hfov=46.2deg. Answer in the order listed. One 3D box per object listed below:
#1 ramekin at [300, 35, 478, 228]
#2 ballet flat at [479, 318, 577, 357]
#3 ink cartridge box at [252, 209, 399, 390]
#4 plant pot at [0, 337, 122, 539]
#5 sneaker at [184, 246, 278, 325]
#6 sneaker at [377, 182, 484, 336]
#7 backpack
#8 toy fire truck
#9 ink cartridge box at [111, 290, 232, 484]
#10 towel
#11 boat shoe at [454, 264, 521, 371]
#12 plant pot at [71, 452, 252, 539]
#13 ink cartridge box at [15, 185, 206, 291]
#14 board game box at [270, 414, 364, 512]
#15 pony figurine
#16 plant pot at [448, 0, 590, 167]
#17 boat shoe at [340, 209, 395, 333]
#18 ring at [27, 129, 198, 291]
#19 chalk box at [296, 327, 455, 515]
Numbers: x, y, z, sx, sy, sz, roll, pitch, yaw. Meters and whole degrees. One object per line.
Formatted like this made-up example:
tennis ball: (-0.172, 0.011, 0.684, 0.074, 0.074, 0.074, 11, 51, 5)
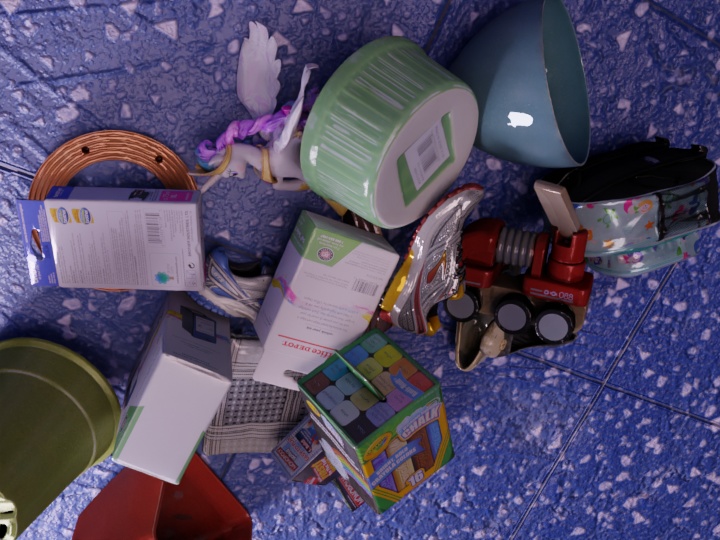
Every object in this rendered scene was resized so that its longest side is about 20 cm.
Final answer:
ramekin: (0.039, -0.144, 0.927, 0.200, 0.098, 0.200, -37, 148, -28)
ballet flat: (0.229, 0.082, 1.143, 0.200, 0.057, 0.067, -9, 123, -46)
ink cartridge box: (-0.050, 0.043, 1.008, 0.117, 0.067, 0.200, 18, 106, -26)
plant pot: (-0.400, 0.211, 0.960, 0.200, 0.190, 0.200, 4, 118, 7)
sneaker: (-0.114, 0.031, 1.065, 0.200, 0.077, 0.085, 23, 100, -23)
sneaker: (0.097, -0.012, 0.988, 0.082, 0.078, 0.200, 30, 115, 12)
backpack: (0.330, -0.079, 1.083, 0.200, 0.178, 0.151, -13, 112, -16)
toy fire truck: (0.191, -0.026, 1.004, 0.176, 0.129, 0.200, 13, 114, 18)
ink cartridge box: (-0.220, 0.129, 1.004, 0.087, 0.200, 0.146, 25, 105, -16)
towel: (-0.101, 0.174, 1.131, 0.200, 0.035, 0.193, 5, 116, -24)
boat shoe: (0.166, 0.039, 1.139, 0.073, 0.063, 0.201, 20, 114, 14)
plant pot: (-0.272, 0.369, 1.105, 0.176, 0.200, 0.200, -27, 117, 10)
ink cartridge box: (-0.280, -0.036, 0.964, 0.199, 0.042, 0.120, 0, 124, -5)
board game box: (-0.012, 0.234, 1.155, 0.200, 0.062, 0.200, -34, 135, -14)
pony figurine: (-0.082, -0.160, 0.966, 0.200, 0.167, 0.193, 8, 118, -34)
plant pot: (0.180, -0.212, 0.998, 0.134, 0.200, 0.200, -7, 120, 28)
boat shoe: (0.000, 0.000, 1.083, 0.070, 0.070, 0.200, -19, 116, -12)
ring: (-0.290, -0.069, 1.004, 0.200, 0.019, 0.201, -6, 113, -14)
chalk box: (0.017, 0.162, 0.983, 0.124, 0.125, 0.200, -33, 138, -19)
